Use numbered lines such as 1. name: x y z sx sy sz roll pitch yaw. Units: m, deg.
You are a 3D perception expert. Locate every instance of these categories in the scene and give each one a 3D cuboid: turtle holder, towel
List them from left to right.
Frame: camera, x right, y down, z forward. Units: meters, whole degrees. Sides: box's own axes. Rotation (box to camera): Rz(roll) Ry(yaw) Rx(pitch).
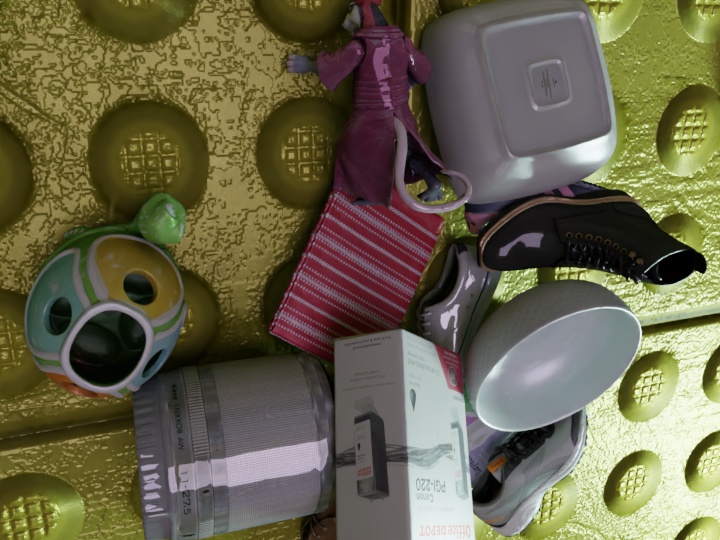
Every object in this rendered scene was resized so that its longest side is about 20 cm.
1. turtle holder: -0.211 0.031 0.609 0.184 0.132 0.143 -34 116 -7
2. towel: 0.000 0.000 0.721 0.143 0.022 0.204 29 84 -28

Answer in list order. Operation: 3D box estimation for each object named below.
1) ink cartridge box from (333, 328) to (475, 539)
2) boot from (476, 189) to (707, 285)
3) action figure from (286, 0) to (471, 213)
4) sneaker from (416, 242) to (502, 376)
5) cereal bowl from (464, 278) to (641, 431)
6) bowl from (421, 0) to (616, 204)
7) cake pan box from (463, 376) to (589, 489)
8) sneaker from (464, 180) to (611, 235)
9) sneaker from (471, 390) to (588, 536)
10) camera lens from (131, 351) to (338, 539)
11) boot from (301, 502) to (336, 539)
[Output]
1. ink cartridge box: 0.043 0.174 0.659 0.145 0.083 0.205 27 57 -53
2. boot: 0.231 -0.021 0.690 0.196 0.139 0.079 -17 123 -8
3. action figure: 0.014 -0.158 0.624 0.131 0.149 0.205 -14 111 -15
4. sneaker: 0.094 0.064 0.784 0.069 0.073 0.204 21 91 -17
5. cereal bowl: 0.201 0.084 0.748 0.195 0.084 0.203 -12 135 -12
6. bowl: 0.172 -0.182 0.687 0.195 0.074 0.205 -14 92 -16
7. cake pan box: 0.179 0.181 0.863 0.183 0.052 0.201 -39 117 -3
8. sneaker: 0.206 -0.071 0.775 0.195 0.070 0.084 7 102 -15
9. sneaker: 0.203 0.228 0.822 0.078 0.074 0.202 31 95 -22
10. camera lens: -0.121 0.172 0.678 0.195 0.160 0.164 -5 110 -19
11. boot: -0.034 0.299 0.810 0.074 0.074 0.205 -8 114 -11
